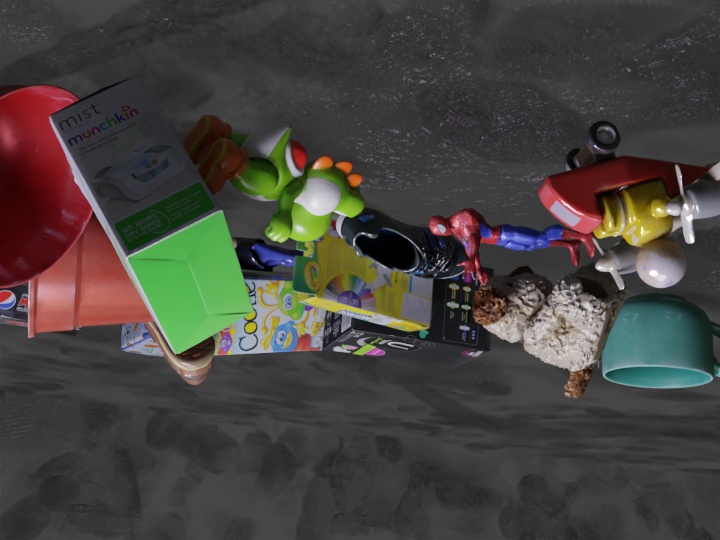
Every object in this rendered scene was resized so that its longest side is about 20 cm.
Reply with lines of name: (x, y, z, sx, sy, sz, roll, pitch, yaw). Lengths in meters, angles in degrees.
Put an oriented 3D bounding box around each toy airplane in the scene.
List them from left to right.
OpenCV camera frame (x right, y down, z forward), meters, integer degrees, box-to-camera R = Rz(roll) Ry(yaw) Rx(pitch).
toy airplane: (0.290, -0.050, 0.845, 0.199, 0.142, 0.200, -8, 157, 36)

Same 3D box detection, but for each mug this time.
mug: (0.442, 0.103, 1.325, 0.185, 0.115, 0.152, 14, 160, -28)

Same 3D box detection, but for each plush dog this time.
plush dog: (0.227, 0.058, 1.160, 0.171, 0.161, 0.200, 22, -165, 21)

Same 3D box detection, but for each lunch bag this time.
lunch bag: (-0.345, 0.118, 1.690, 0.160, 0.076, 0.200, 15, 162, -33)

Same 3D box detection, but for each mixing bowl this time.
mixing bowl: (-0.357, -0.094, 0.874, 0.108, 0.201, 0.200, 21, 169, 23)

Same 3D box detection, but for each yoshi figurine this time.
yoshi figurine: (-0.089, -0.080, 0.941, 0.200, 0.113, 0.112, 17, 167, -38)

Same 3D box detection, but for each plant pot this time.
plant pot: (-0.281, -0.019, 1.067, 0.195, 0.201, 0.201, 3, 164, -18)

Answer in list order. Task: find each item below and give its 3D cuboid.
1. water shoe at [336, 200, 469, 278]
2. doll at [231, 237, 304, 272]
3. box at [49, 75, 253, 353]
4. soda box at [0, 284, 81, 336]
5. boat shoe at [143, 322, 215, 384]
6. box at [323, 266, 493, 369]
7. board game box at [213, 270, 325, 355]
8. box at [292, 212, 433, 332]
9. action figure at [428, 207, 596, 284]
water shoe: (0.059, -0.017, 1.090, 0.200, 0.079, 0.072, 17, 119, -32)
doll: (-0.145, -0.020, 1.227, 0.199, 0.049, 0.136, 6, 173, 20)
box: (-0.196, -0.046, 0.868, 0.097, 0.177, 0.200, -28, 153, -13)
soda box: (-0.592, 0.065, 1.611, 0.199, 0.064, 0.071, 13, 162, -20)
boat shoe: (-0.246, 0.062, 1.163, 0.072, 0.200, 0.068, -18, 143, -25)
box: (0.066, 0.055, 1.275, 0.199, 0.125, 0.149, 10, 162, -16)
board game box: (-0.155, 0.055, 1.268, 0.105, 0.103, 0.200, 10, -174, 44)
box: (0.000, 0.000, 1.134, 0.200, 0.118, 0.048, 18, 158, -32)
action figure: (0.173, -0.016, 1.072, 0.199, 0.099, 0.065, 12, 161, -11)
